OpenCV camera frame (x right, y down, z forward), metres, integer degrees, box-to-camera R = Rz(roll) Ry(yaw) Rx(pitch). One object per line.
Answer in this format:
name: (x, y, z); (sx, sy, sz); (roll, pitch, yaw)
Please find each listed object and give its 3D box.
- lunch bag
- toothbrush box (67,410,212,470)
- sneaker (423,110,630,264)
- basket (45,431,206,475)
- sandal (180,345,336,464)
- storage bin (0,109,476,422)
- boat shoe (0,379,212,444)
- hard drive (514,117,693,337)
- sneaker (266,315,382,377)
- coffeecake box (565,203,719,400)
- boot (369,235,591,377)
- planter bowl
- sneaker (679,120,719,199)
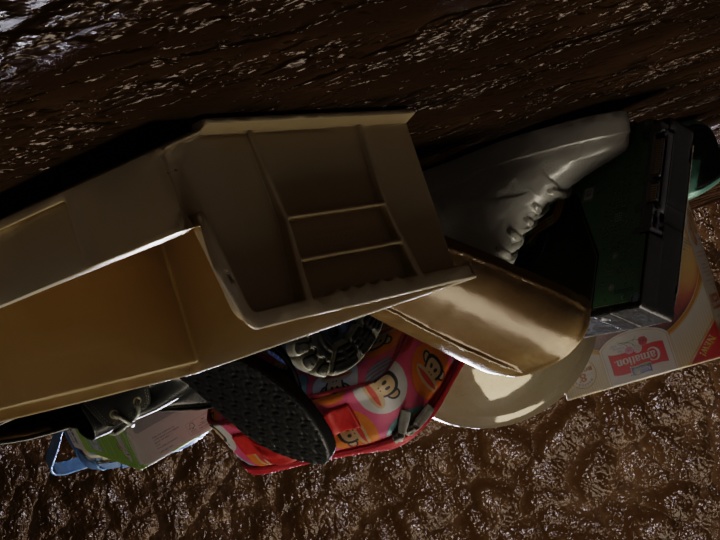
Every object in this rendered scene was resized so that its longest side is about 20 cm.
lunch bag: (-0.021, 0.085, 1.161); (0.200, 0.082, 0.176); (-16, -152, 37)
toothbrush box: (-0.182, 0.097, 1.322); (0.145, 0.086, 0.200); (-29, -170, -23)
sneaker: (0.104, -0.028, 1.012); (0.200, 0.116, 0.074); (-21, 173, 25)
basket: (-0.239, 0.142, 1.578); (0.176, 0.139, 0.200); (-15, 145, -28)
sandal: (-0.091, 0.052, 0.979); (0.048, 0.200, 0.075); (-47, 166, -34)
storage bin: (-0.087, 0.000, 0.728); (0.200, 0.094, 0.198); (-19, 176, 35)
boat shoe: (-0.179, 0.092, 1.059); (0.200, 0.068, 0.072); (-1, 144, -12)
hard drive: (0.141, -0.019, 1.038); (0.038, 0.140, 0.200); (22, 157, -31)
sneaker: (0.000, 0.000, 1.106); (0.200, 0.079, 0.089); (-39, -156, -30)
coffeecake box: (0.239, 0.002, 1.375); (0.153, 0.200, 0.073); (-19, 176, 21)
boot: (0.015, 0.021, 0.944); (0.200, 0.066, 0.175); (25, 152, -28)
planter bowl: (0.097, 0.020, 1.280); (0.200, 0.201, 0.135); (-18, 151, 7)
sneaker: (0.189, -0.058, 1.218); (0.200, 0.078, 0.140); (-14, 174, -36)
